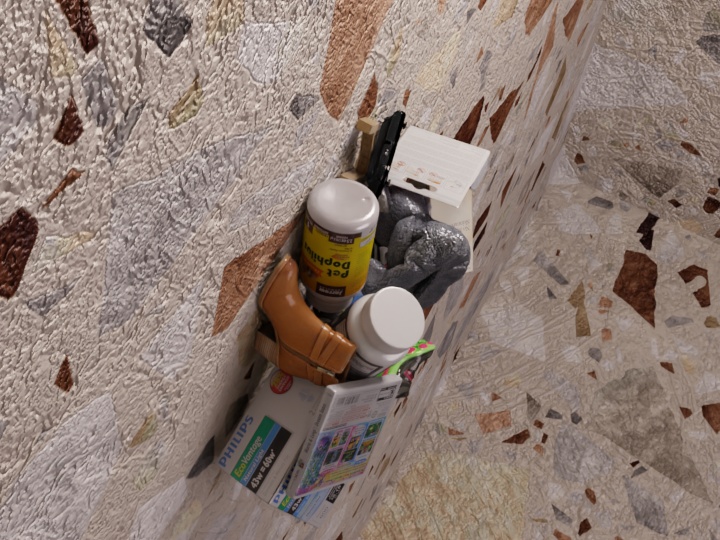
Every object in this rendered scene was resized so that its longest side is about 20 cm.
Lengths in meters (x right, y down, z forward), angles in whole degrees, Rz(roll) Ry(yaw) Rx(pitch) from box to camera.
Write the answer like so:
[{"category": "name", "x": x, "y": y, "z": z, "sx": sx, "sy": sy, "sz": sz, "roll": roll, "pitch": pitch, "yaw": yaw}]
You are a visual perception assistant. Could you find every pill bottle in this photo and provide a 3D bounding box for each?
[{"category": "pill bottle", "x": -0.037, "y": -0.032, "z": 1.443, "sx": 0.110, "sy": 0.108, "sz": 0.202, "roll": -51, "pitch": 160, "yaw": -41}, {"category": "pill bottle", "x": 0.012, "y": 0.104, "z": 1.479, "sx": 0.114, "sy": 0.113, "sz": 0.200, "roll": -54, "pitch": -172, "yaw": -34}]

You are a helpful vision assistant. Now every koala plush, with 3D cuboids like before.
[{"category": "koala plush", "x": 0.083, "y": -0.066, "z": 1.621, "sx": 0.176, "sy": 0.203, "sz": 0.183, "roll": 13, "pitch": 137, "yaw": -45}]

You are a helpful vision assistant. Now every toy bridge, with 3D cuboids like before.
[{"category": "toy bridge", "x": -0.012, "y": -0.144, "z": 1.508, "sx": 0.067, "sy": 0.027, "sz": 0.203, "roll": -35, "pitch": 146, "yaw": -65}]

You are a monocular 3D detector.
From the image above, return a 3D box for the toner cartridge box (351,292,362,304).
[{"category": "toner cartridge box", "x": -0.005, "y": 0.046, "z": 1.822, "sx": 0.096, "sy": 0.043, "sz": 0.200, "roll": -65, "pitch": 166, "yaw": -2}]

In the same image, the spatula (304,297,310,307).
[{"category": "spatula", "x": -0.054, "y": -0.016, "z": 1.582, "sx": 0.203, "sy": 0.020, "sz": 0.056, "roll": -66, "pitch": 170, "yaw": 6}]

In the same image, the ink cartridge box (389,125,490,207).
[{"category": "ink cartridge box", "x": 0.124, "y": -0.169, "z": 1.653, "sx": 0.201, "sy": 0.158, "sz": 0.048, "roll": -56, "pitch": 162, "yaw": -48}]

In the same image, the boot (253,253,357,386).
[{"category": "boot", "x": -0.073, "y": 0.080, "z": 1.405, "sx": 0.074, "sy": 0.153, "sz": 0.202, "roll": -48, "pitch": 159, "yaw": -44}]

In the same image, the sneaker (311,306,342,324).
[{"category": "sneaker", "x": -0.049, "y": 0.122, "z": 1.660, "sx": 0.089, "sy": 0.079, "sz": 0.202, "roll": -3, "pitch": 141, "yaw": -22}]

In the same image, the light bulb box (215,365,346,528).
[{"category": "light bulb box", "x": -0.097, "y": 0.281, "z": 1.533, "sx": 0.200, "sy": 0.124, "sz": 0.200, "roll": -58, "pitch": 149, "yaw": -9}]

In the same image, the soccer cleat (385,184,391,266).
[{"category": "soccer cleat", "x": 0.054, "y": -0.057, "z": 1.750, "sx": 0.076, "sy": 0.065, "sz": 0.204, "roll": 6, "pitch": 91, "yaw": -78}]

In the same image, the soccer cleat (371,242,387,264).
[{"category": "soccer cleat", "x": 0.000, "y": 0.000, "z": 1.653, "sx": 0.069, "sy": 0.085, "sz": 0.200, "roll": -45, "pitch": -176, "yaw": 40}]

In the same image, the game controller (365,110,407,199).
[{"category": "game controller", "x": 0.036, "y": -0.171, "z": 1.517, "sx": 0.202, "sy": 0.041, "sz": 0.105, "roll": -73, "pitch": 178, "yaw": -48}]

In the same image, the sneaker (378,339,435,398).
[{"category": "sneaker", "x": 0.069, "y": 0.194, "z": 1.807, "sx": 0.199, "sy": 0.076, "sz": 0.085, "roll": -36, "pitch": 130, "yaw": -37}]

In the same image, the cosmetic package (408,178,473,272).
[{"category": "cosmetic package", "x": 0.150, "y": -0.092, "z": 1.770, "sx": 0.102, "sy": 0.073, "sz": 0.204, "roll": -16, "pitch": 112, "yaw": -28}]

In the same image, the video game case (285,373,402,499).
[{"category": "video game case", "x": -0.022, "y": 0.253, "z": 1.475, "sx": 0.199, "sy": 0.023, "sz": 0.185, "roll": 0, "pitch": 115, "yaw": -58}]
